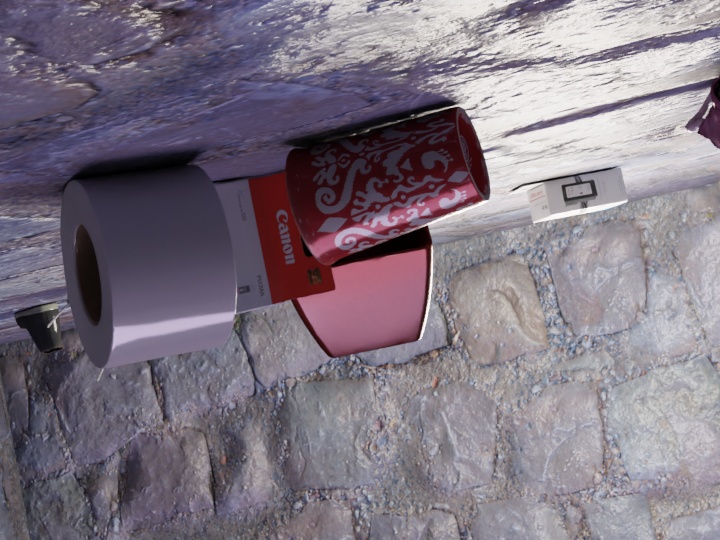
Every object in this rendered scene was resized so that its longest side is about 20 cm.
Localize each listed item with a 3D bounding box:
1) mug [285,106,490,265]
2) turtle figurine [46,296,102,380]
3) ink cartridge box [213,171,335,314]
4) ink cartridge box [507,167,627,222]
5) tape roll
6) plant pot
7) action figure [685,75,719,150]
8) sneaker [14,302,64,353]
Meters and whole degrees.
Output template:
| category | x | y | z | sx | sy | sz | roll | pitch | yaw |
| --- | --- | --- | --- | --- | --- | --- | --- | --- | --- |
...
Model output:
| category | x | y | z | sx | sy | sz | roll | pitch | yaw |
| --- | --- | --- | --- | --- | --- | --- | --- | --- | --- |
| mug | 0.033 | -0.116 | 1.473 | 0.198 | 0.179 | 0.134 | -17 | 139 | 19 |
| turtle figurine | -0.544 | 0.099 | 2.737 | 0.142 | 0.202 | 0.194 | 23 | -178 | 1 |
| ink cartridge box | -0.145 | -0.031 | 1.643 | 0.197 | 0.165 | 0.057 | -12 | -179 | 11 |
| ink cartridge box | 0.392 | -0.139 | 2.530 | 0.197 | 0.069 | 0.116 | -10 | 176 | -11 |
| tape roll | -0.230 | -0.006 | 1.430 | 0.137 | 0.206 | 0.202 | -9 | 176 | -24 |
| plant pot | 0.000 | 0.000 | 1.791 | 0.197 | 0.178 | 0.201 | -12 | -144 | 1 |
| action figure | 0.456 | -0.209 | 1.582 | 0.148 | 0.135 | 0.199 | 36 | -172 | 29 |
| sneaker | -0.738 | 0.142 | 3.044 | 0.074 | 0.108 | 0.199 | -9 | 176 | -29 |
